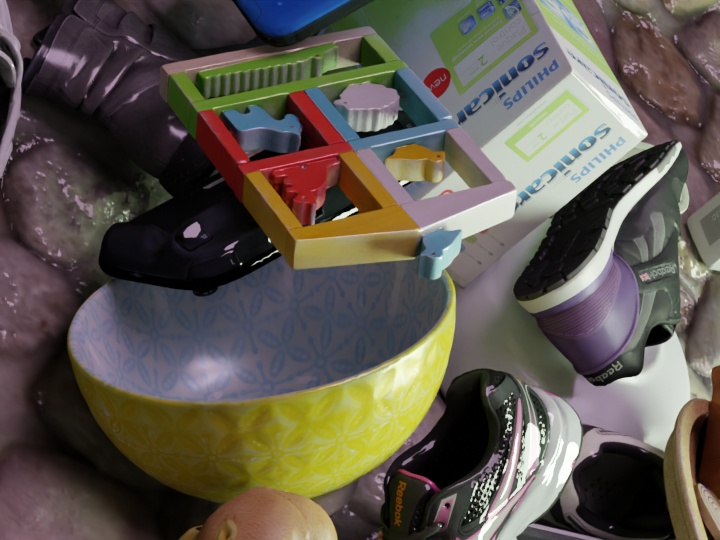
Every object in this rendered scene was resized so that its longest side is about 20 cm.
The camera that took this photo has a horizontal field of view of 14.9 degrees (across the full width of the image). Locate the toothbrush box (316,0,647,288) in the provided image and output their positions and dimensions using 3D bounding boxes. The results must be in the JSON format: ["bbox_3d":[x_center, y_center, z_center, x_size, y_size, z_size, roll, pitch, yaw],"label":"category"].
[{"bbox_3d":[0.060,-0.115,1.638,0.086,0.145,0.201,35,23,-43],"label":"toothbrush box"}]

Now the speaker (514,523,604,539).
[{"bbox_3d":[0.123,0.187,1.527,0.199,0.081,0.082,17,46,-36],"label":"speaker"}]

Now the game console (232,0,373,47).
[{"bbox_3d":[0.006,-0.196,1.595,0.171,0.199,0.119,55,-9,36],"label":"game console"}]

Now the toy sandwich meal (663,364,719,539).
[{"bbox_3d":[0.240,0.147,1.549,0.205,0.070,0.206,48,28,-35],"label":"toy sandwich meal"}]

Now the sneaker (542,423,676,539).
[{"bbox_3d":[0.167,0.139,1.587,0.199,0.088,0.076,19,89,-34],"label":"sneaker"}]

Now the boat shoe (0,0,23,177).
[{"bbox_3d":[-0.206,-0.101,1.468,0.073,0.065,0.201,22,44,-30],"label":"boat shoe"}]

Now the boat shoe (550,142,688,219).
[{"bbox_3d":[0.121,-0.056,1.760,0.200,0.061,0.072,14,53,-38],"label":"boat shoe"}]

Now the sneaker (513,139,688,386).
[{"bbox_3d":[0.157,-0.001,1.646,0.088,0.076,0.200,56,38,-13],"label":"sneaker"}]

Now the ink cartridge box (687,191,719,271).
[{"bbox_3d":[0.347,-0.050,1.898,0.199,0.161,0.050,9,51,-40],"label":"ink cartridge box"}]

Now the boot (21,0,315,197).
[{"bbox_3d":[-0.110,-0.126,1.592,0.131,0.070,0.200,35,28,1],"label":"boot"}]

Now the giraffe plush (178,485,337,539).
[{"bbox_3d":[-0.034,0.177,1.327,0.162,0.200,0.172,51,9,32],"label":"giraffe plush"}]

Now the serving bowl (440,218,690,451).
[{"bbox_3d":[0.130,0.043,1.677,0.199,0.066,0.201,27,40,-26],"label":"serving bowl"}]

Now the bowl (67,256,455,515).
[{"bbox_3d":[-0.045,0.068,1.423,0.200,0.199,0.108,-45,134,-53],"label":"bowl"}]

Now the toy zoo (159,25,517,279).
[{"bbox_3d":[-0.007,-0.060,1.451,0.130,0.021,0.200,-13,41,-24],"label":"toy zoo"}]

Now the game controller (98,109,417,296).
[{"bbox_3d":[-0.047,-0.038,1.487,0.200,0.104,0.042,-29,108,-38],"label":"game controller"}]

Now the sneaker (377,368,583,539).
[{"bbox_3d":[0.034,0.137,1.415,0.086,0.080,0.201,39,69,-48],"label":"sneaker"}]
